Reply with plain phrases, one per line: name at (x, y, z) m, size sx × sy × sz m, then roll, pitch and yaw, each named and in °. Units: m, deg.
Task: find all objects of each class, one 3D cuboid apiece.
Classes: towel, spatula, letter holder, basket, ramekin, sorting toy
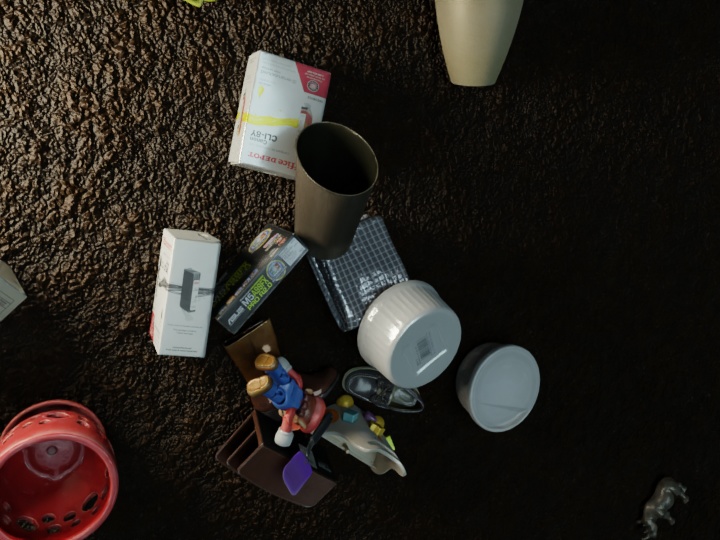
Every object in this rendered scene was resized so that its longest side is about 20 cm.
towel at (0.000, 0.000, 1.258) m, size 0.164 × 0.085 × 0.202 m, roll -24°, pitch 90°, yaw -19°
spatula at (-0.094, 0.339, 1.217) m, size 0.057 × 0.020 × 0.200 m, roll 63°, pitch 29°, yaw -17°
letter holder at (-0.171, 0.394, 1.248) m, size 0.142 × 0.101 × 0.199 m, roll -46°, pitch 122°, yaw 9°
basket at (-0.055, -0.127, 1.126) m, size 0.134 × 0.182 × 0.201 m, roll -12°, pitch 145°, yaw -21°
ramekin at (0.311, 0.262, 1.473) m, size 0.199 × 0.094 × 0.206 m, roll -5°, pitch 101°, yaw -24°
ramekin at (0.102, 0.130, 1.234) m, size 0.198 × 0.098 × 0.203 m, roll -17°, pitch 125°, yaw -26°
sorting toy at (0.016, 0.357, 1.306) m, size 0.199 × 0.180 × 0.108 m, roll 38°, pitch 84°, yaw -26°

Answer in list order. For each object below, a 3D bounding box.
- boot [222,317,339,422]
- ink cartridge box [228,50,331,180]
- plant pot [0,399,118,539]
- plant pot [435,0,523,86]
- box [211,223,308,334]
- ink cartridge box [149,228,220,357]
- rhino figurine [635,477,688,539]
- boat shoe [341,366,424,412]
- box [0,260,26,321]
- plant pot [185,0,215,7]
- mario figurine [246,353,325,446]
boot at (-0.154, 0.181, 1.265) m, size 0.186 × 0.068 × 0.202 m, roll -23°, pitch 109°, yaw -7°
ink cartridge box at (-0.149, -0.280, 1.168) m, size 0.143 × 0.083 × 0.203 m, roll 10°, pitch 95°, yaw -26°
plant pot at (-0.512, 0.331, 1.056) m, size 0.197 × 0.182 × 0.204 m, roll -4°, pitch 101°, yaw -24°
plant pot at (0.232, -0.481, 1.270) m, size 0.185 × 0.187 × 0.203 m, roll -11°, pitch 118°, yaw -22°
box at (-0.197, 0.009, 1.156) m, size 0.200 × 0.160 × 0.044 m, roll -49°, pitch 116°, yaw -8°
ink cartridge box at (-0.312, 0.034, 1.116) m, size 0.083 × 0.144 × 0.203 m, roll 8°, pitch 96°, yaw -25°
rhino figurine at (0.860, 0.686, 1.820) m, size 0.087 × 0.060 × 0.201 m, roll 36°, pitch 84°, yaw -6°
boat shoe at (0.054, 0.262, 1.370) m, size 0.198 × 0.065 × 0.073 m, roll 24°, pitch 91°, yaw -26°
box at (-0.644, 0.051, 0.967) m, size 0.200 × 0.109 × 0.128 m, roll -46°, pitch 138°, yaw -11°
plant pot at (-0.291, -0.551, 0.999) m, size 0.197 × 0.181 × 0.203 m, roll 21°, pitch 91°, yaw -26°
mario figurine at (-0.150, 0.245, 1.193) m, size 0.124 × 0.106 × 0.201 m, roll -46°, pitch 131°, yaw -13°
